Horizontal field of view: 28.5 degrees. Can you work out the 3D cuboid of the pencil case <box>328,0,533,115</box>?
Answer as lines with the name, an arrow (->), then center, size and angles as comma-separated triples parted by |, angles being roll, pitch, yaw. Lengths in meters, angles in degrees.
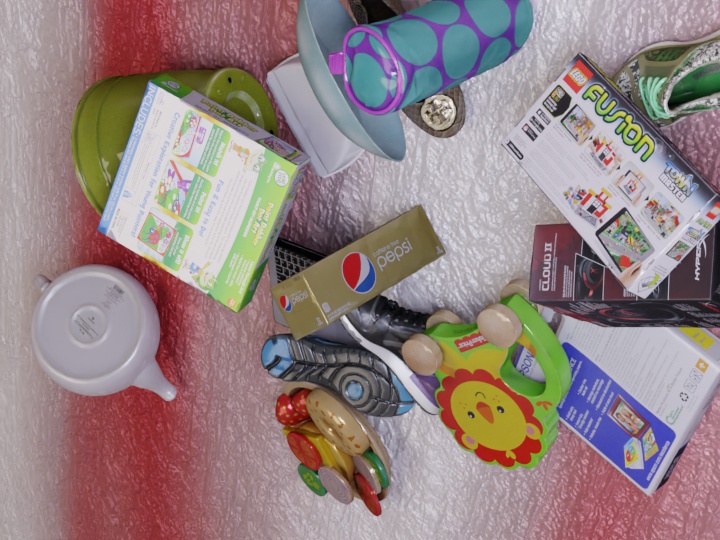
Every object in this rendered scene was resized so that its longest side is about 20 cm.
pencil case -> 0.071, -0.215, 1.337 | 0.092, 0.199, 0.086 | 27, 131, 36

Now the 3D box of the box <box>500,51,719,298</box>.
box -> 0.216, -0.085, 1.225 | 0.110, 0.035, 0.201 | -48, 53, 18

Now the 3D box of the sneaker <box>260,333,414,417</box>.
sneaker -> -0.018, 0.116, 1.723 | 0.198, 0.082, 0.074 | 21, 103, 16

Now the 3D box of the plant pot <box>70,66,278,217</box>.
plant pot -> -0.207, -0.156, 1.698 | 0.191, 0.200, 0.202 | -11, 106, 37

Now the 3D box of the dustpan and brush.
dustpan and brush -> -0.011, -0.196, 1.562 | 0.199, 0.057, 0.141 | -23, 97, 57

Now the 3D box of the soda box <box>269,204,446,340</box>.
soda box -> 0.000, 0.000, 1.544 | 0.067, 0.199, 0.065 | -27, 93, 50

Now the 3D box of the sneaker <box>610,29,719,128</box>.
sneaker -> 0.274, -0.162, 1.242 | 0.199, 0.088, 0.078 | -20, 98, 51

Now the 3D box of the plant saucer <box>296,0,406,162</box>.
plant saucer -> -0.018, -0.192, 1.415 | 0.038, 0.201, 0.203 | -26, 94, 17

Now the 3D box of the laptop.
laptop -> -0.083, 0.025, 1.715 | 0.186, 0.115, 0.202 | 21, 127, 38

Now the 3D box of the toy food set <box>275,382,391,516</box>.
toy food set -> -0.034, 0.225, 1.811 | 0.199, 0.049, 0.199 | 4, 127, 53

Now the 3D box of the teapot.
teapot -> -0.375, 0.091, 2.044 | 0.146, 0.195, 0.203 | 68, -165, -76

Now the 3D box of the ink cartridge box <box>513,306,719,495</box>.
ink cartridge box -> 0.262, 0.099, 1.452 | 0.200, 0.047, 0.199 | 42, 138, 25

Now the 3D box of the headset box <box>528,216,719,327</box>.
headset box -> 0.257, 0.006, 1.287 | 0.198, 0.148, 0.076 | -2, 78, 39

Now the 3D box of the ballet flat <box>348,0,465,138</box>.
ballet flat -> 0.044, -0.226, 1.467 | 0.067, 0.046, 0.202 | -29, 88, 14

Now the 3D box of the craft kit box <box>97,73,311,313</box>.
craft kit box -> -0.178, -0.086, 1.595 | 0.196, 0.048, 0.201 | 31, 117, 11

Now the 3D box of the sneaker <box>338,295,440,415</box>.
sneaker -> 0.057, 0.066, 1.616 | 0.200, 0.076, 0.087 | 45, 120, -12

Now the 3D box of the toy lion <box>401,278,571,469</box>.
toy lion -> 0.149, 0.124, 1.516 | 0.199, 0.069, 0.193 | -25, 103, 49
